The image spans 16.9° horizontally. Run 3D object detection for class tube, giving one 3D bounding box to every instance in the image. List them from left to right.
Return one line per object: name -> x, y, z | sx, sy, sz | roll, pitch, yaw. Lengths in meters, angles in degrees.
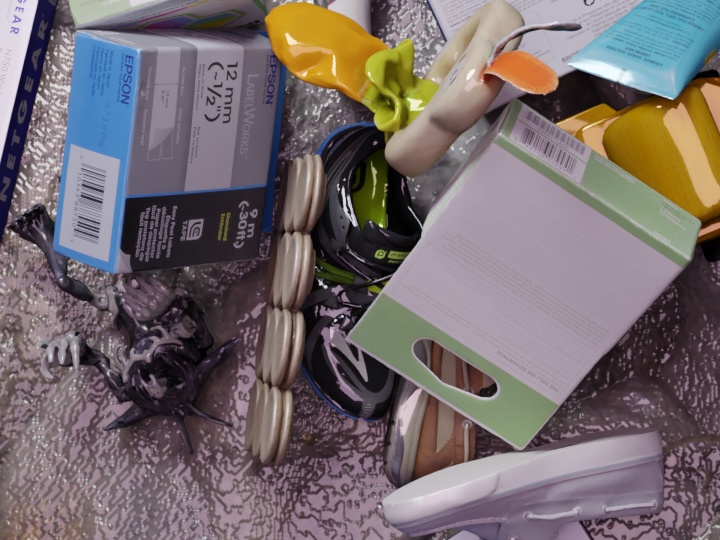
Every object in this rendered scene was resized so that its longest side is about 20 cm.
tube -> 0.218, -0.168, 1.567 | 0.077, 0.200, 0.051 | 17, 130, 32

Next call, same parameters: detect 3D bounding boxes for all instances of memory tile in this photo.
memory tile -> -0.049, 0.025, 1.594 | 0.017, 0.153, 0.202 | 8, 88, -9

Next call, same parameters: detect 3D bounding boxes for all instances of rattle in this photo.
rattle -> 0.037, -0.144, 1.480 | 0.130, 0.200, 0.143 | -39, 94, -8

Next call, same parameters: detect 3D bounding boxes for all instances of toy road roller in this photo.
toy road roller -> 0.178, -0.054, 1.574 | 0.199, 0.146, 0.124 | -23, 83, 4

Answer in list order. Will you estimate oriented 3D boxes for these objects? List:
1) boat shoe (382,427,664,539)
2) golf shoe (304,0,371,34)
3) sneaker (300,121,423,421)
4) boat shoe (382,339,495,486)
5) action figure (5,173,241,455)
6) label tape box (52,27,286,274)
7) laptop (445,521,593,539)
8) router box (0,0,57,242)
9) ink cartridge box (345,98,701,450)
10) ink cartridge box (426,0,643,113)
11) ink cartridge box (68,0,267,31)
boat shoe -> 0.110, 0.153, 1.584 | 0.199, 0.072, 0.069 | -12, 93, -27
golf shoe -> -0.005, -0.224, 1.648 | 0.087, 0.077, 0.202 | -9, 86, -3
sneaker -> 0.000, 0.000, 1.618 | 0.070, 0.083, 0.201 | 5, 85, -27
boat shoe -> 0.067, 0.050, 1.612 | 0.071, 0.076, 0.202 | 12, 106, -1
action figure -> -0.163, 0.033, 1.631 | 0.119, 0.102, 0.201 | -35, 82, 18
label tape box -> -0.101, -0.081, 1.570 | 0.066, 0.199, 0.145 | 18, 106, 40
laptop -> 0.088, 0.265, 1.575 | 0.199, 0.116, 0.188 | -32, 83, 3
router box -> -0.317, -0.135, 1.689 | 0.178, 0.049, 0.202 | 13, 87, 7
ink cartridge box -> 0.100, 0.006, 1.535 | 0.145, 0.048, 0.200 | 32, 129, -7
ink cartridge box -> 0.097, -0.225, 1.605 | 0.136, 0.076, 0.201 | -25, 103, 3
ink cartridge box -> -0.123, -0.185, 1.594 | 0.103, 0.200, 0.060 | -15, 85, 6
